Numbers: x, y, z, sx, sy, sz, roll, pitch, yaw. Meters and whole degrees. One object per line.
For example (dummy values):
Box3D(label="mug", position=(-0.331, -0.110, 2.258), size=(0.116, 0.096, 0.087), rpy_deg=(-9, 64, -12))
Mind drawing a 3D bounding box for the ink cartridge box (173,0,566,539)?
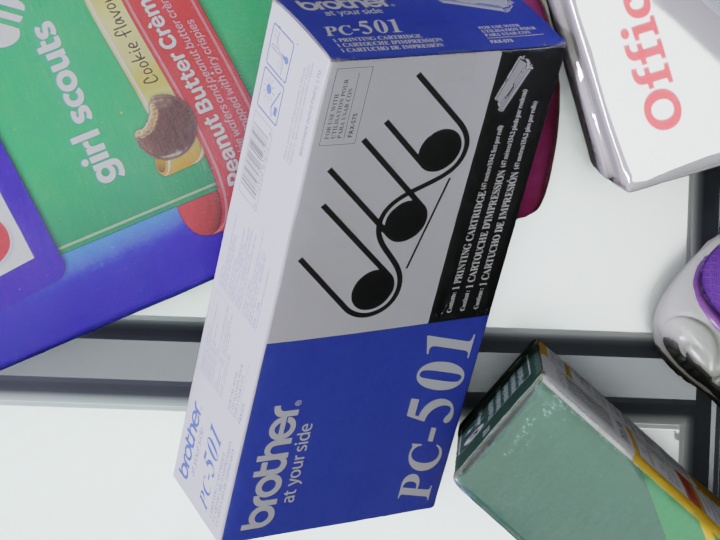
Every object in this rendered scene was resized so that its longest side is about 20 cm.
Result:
Box3D(label="ink cartridge box", position=(0.000, 0.000, 0.807), size=(0.094, 0.044, 0.200), rpy_deg=(-6, 127, -30))

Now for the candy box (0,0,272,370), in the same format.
Box3D(label="candy box", position=(-0.117, -0.062, 0.825), size=(0.200, 0.077, 0.169), rpy_deg=(-24, 93, -17))

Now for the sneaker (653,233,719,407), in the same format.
Box3D(label="sneaker", position=(0.204, 0.053, 0.848), size=(0.200, 0.081, 0.083), rpy_deg=(38, 89, 1))

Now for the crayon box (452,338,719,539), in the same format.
Box3D(label="crayon box", position=(0.123, 0.113, 0.829), size=(0.200, 0.126, 0.052), rpy_deg=(41, 95, 0))

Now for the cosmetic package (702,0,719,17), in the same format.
Box3D(label="cosmetic package", position=(0.180, -0.083, 0.633), size=(0.199, 0.200, 0.123), rpy_deg=(42, 98, -2))

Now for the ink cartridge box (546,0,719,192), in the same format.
Box3D(label="ink cartridge box", position=(0.159, -0.126, 0.804), size=(0.200, 0.145, 0.147), rpy_deg=(-16, 93, 3))

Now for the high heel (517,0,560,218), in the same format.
Box3D(label="high heel", position=(0.007, -0.108, 0.837), size=(0.096, 0.067, 0.200), rpy_deg=(-16, 87, -26))
